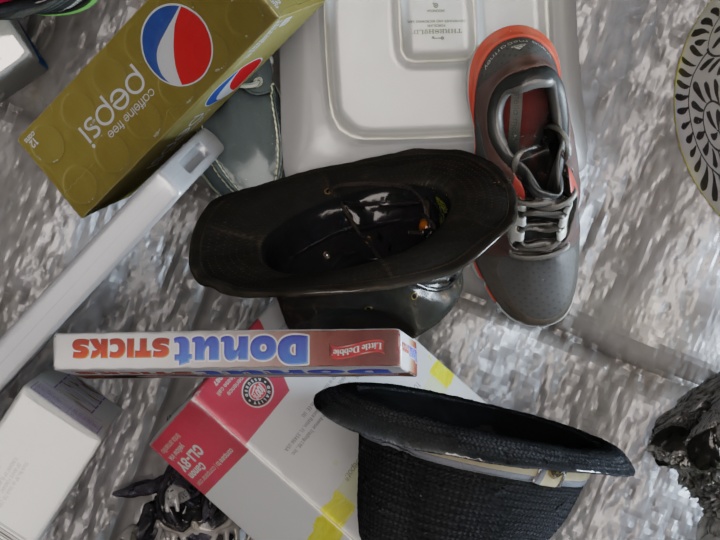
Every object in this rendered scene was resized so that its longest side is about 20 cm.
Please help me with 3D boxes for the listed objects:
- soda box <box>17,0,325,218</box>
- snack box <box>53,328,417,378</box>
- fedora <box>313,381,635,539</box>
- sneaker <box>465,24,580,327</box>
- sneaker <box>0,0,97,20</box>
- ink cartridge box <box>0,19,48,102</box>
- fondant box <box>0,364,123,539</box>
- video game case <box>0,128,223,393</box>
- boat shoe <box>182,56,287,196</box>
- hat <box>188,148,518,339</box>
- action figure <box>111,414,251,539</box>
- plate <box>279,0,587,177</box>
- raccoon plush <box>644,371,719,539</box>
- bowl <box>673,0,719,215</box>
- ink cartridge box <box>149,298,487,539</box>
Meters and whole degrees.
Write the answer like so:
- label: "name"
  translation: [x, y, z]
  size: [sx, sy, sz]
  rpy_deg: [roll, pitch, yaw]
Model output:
- label: "soda box"
  translation: [-0.117, -0.121, 1.435]
  size: [0.200, 0.064, 0.068]
  rpy_deg: [-42, 85, 30]
- label: "snack box"
  translation: [-0.070, 0.048, 1.340]
  size: [0.198, 0.072, 0.025]
  rpy_deg: [-1, 83, 9]
- label: "fedora"
  translation: [0.058, 0.126, 1.346]
  size: [0.199, 0.201, 0.092]
  rpy_deg: [14, 93, -1]
- label: "sneaker"
  translation: [0.102, -0.046, 1.451]
  size: [0.077, 0.082, 0.201]
  rpy_deg: [-13, 116, -5]
- label: "sneaker"
  translation: [-0.245, -0.175, 1.352]
  size: [0.199, 0.084, 0.077]
  rpy_deg: [-11, 89, -4]
- label: "ink cartridge box"
  translation: [-0.279, -0.194, 1.451]
  size: [0.067, 0.116, 0.201]
  rpy_deg: [-34, 91, -1]
- label: "fondant box"
  translation: [-0.209, 0.136, 1.415]
  size: [0.058, 0.200, 0.145]
  rpy_deg: [33, 90, -4]
- label: "video game case"
  translation: [-0.165, 0.004, 1.406]
  size: [0.024, 0.182, 0.200]
  rpy_deg: [43, 101, -5]
- label: "boat shoe"
  translation: [-0.092, -0.133, 1.481]
  size: [0.072, 0.062, 0.201]
  rpy_deg: [-16, 92, -4]
- label: "hat"
  translation: [0.000, 0.000, 1.401]
  size: [0.199, 0.201, 0.081]
  rpy_deg: [-10, 118, -1]
- label: "action figure"
  translation: [-0.101, 0.193, 1.469]
  size: [0.118, 0.102, 0.202]
  rpy_deg: [-7, 93, 11]
- label: "plate"
  translation: [0.046, -0.156, 1.485]
  size: [0.198, 0.032, 0.202]
  rpy_deg: [-3, 90, -8]
- label: "raccoon plush"
  translation: [0.278, 0.118, 1.481]
  size: [0.200, 0.097, 0.134]
  rpy_deg: [-38, 99, 0]
- label: "bowl"
  translation: [0.302, -0.108, 1.472]
  size: [0.199, 0.094, 0.202]
  rpy_deg: [0, 90, -1]
- label: "ink cartridge box"
  translation: [-0.005, 0.114, 1.445]
  size: [0.200, 0.083, 0.145]
  rpy_deg: [42, 52, -1]
